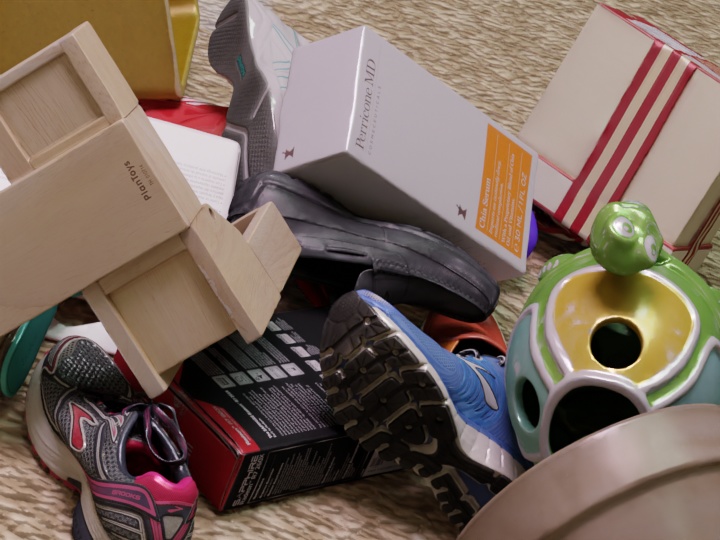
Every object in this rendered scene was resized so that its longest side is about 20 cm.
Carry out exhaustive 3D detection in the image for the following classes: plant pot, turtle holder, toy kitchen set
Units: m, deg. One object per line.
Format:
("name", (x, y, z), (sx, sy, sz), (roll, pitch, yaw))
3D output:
("plant pot", (0.171, 0.201, 1.273), (0.199, 0.200, 0.174), (0, 50, -38))
("plant pot", (-0.239, -0.243, 1.725), (0.198, 0.197, 0.195), (-5, 24, 3))
("turtle holder", (0.161, 0.055, 1.359), (0.141, 0.186, 0.132), (34, 29, -1))
("toy kitchen set", (-0.165, -0.032, 1.355), (0.201, 0.162, 0.181), (58, 14, -11))

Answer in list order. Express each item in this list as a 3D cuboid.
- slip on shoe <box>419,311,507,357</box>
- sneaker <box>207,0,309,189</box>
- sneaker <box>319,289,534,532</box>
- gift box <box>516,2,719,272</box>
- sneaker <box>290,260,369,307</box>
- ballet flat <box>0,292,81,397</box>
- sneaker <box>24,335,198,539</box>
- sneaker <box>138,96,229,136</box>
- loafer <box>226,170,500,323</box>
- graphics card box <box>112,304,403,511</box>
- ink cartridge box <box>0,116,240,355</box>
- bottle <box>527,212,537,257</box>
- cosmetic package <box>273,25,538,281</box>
("slip on shoe", (0.079, 0.067, 1.559), (0.074, 0.062, 0.200), (18, 27, -8))
("sneaker", (-0.057, -0.119, 1.626), (0.080, 0.070, 0.201), (22, 39, -28))
("sneaker", (0.047, 0.081, 1.414), (0.200, 0.078, 0.089), (49, 33, -27))
("gift box", (0.213, -0.095, 1.820), (0.184, 0.188, 0.200), (36, 14, 20))
("sneaker", (0.020, 0.002, 1.637), (0.201, 0.067, 0.109), (37, 55, -41))
("ballet flat", (-0.209, 0.001, 1.417), (0.072, 0.068, 0.200), (18, 47, 13))
("sneaker", (-0.136, 0.100, 1.313), (0.080, 0.075, 0.200), (6, 31, -31))
("sneaker", (-0.151, -0.076, 1.658), (0.115, 0.079, 0.200), (16, 22, 31))
("loafer", (0.000, 0.000, 1.520), (0.199, 0.068, 0.071), (22, 64, -18))
("graphics card box", (-0.049, 0.083, 1.441), (0.199, 0.051, 0.125), (-9, 41, -46))
("ink cartridge box", (-0.188, -0.027, 1.502), (0.199, 0.045, 0.177), (15, 65, -17))
("bottle", (0.046, -0.066, 1.710), (0.199, 0.065, 0.084), (30, 25, -35))
("cosmetic package", (0.035, -0.074, 1.568), (0.200, 0.071, 0.102), (31, 57, -41))
